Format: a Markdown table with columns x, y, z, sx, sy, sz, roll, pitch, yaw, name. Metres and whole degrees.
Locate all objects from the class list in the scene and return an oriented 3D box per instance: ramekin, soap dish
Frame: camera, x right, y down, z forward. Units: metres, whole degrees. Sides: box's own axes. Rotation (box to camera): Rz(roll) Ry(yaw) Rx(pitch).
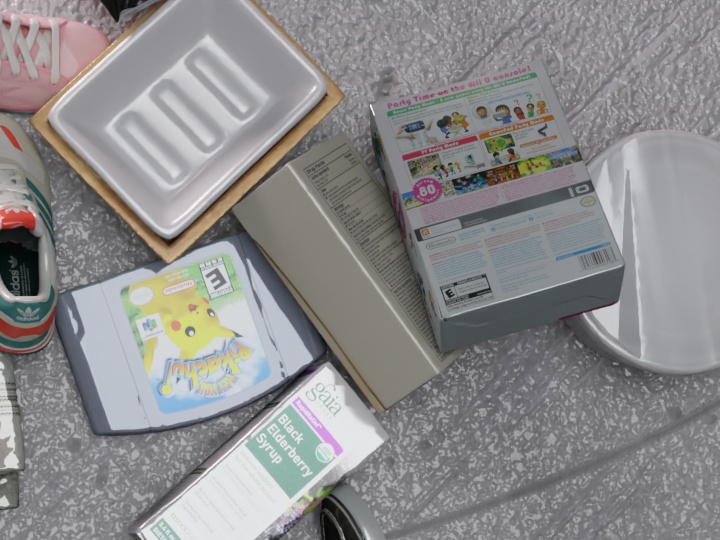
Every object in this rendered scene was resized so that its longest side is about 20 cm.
| x | y | z | sx | sy | sz | roll | pitch | yaw | name |
| --- | --- | --- | --- | --- | --- | --- | --- | --- | --- |
| 0.244 | -0.010 | 1.582 | 0.201 | 0.094 | 0.204 | 2 | 82 | -13 | ramekin |
| -0.136 | -0.123 | 1.513 | 0.157 | 0.081 | 0.200 | 45 | 75 | 3 | soap dish |

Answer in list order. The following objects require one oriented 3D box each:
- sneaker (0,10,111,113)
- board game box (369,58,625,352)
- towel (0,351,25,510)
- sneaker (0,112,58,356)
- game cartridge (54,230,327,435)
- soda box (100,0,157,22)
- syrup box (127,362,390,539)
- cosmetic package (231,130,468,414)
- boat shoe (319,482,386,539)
| x | y | z | sx | sy | sz | roll | pitch | yaw | name |
| --- | --- | --- | --- | --- | --- | --- | --- | --- | --- |
| -0.286 | -0.170 | 1.481 | 0.199 | 0.105 | 0.076 | 0 | 80 | -14 | sneaker |
| 0.103 | -0.053 | 1.490 | 0.147 | 0.064 | 0.201 | -15 | 62 | -5 | board game box |
| -0.358 | 0.098 | 1.461 | 0.191 | 0.035 | 0.201 | -5 | 84 | -14 | towel |
| -0.262 | -0.042 | 1.457 | 0.070 | 0.093 | 0.201 | -3 | 68 | -19 | sneaker |
| -0.132 | 0.052 | 1.519 | 0.199 | 0.040 | 0.134 | -20 | 90 | -14 | game cartridge |
| -0.216 | -0.292 | 1.498 | 0.071 | 0.063 | 0.200 | -30 | 65 | -15 | soda box |
| -0.079 | 0.165 | 1.490 | 0.200 | 0.081 | 0.079 | -41 | 93 | -14 | syrup box |
| 0.000 | 0.000 | 1.513 | 0.200 | 0.073 | 0.103 | 54 | 31 | 1 | cosmetic package |
| -0.003 | 0.268 | 1.494 | 0.063 | 0.071 | 0.201 | -15 | 87 | -24 | boat shoe |
